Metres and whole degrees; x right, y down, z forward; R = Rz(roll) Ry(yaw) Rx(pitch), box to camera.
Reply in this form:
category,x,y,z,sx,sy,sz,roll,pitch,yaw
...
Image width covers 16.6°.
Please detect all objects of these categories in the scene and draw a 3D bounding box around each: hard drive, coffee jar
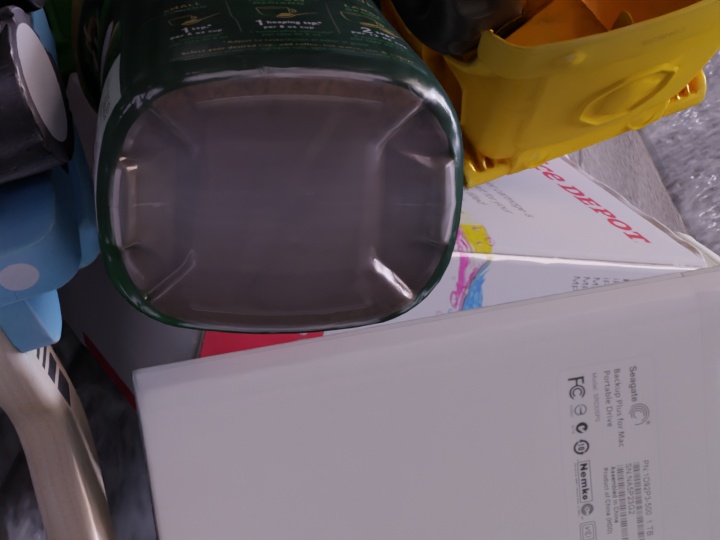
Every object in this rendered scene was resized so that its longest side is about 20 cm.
category,x,y,z,sx,sy,sz,roll,pitch,yaw
hard drive,0.033,0.077,0.809,0.026,0.199,0.132,-116,-162,-65
coffee jar,-0.035,-0.057,0.764,0.200,0.104,0.086,-109,-160,-65

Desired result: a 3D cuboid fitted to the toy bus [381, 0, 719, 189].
category,x,y,z,sx,sy,sz,roll,pitch,yaw
toy bus,0.049,-0.131,0.882,0.200,0.135,0.192,63,-17,20

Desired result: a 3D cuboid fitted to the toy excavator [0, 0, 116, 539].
category,x,y,z,sx,sy,sz,roll,pitch,yaw
toy excavator,-0.113,0.006,0.759,0.200,0.100,0.195,62,12,-51

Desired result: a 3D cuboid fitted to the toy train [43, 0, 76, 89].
category,x,y,z,sx,sy,sz,roll,pitch,yaw
toy train,-0.104,-0.041,0.973,0.056,0.042,0.201,19,47,-59

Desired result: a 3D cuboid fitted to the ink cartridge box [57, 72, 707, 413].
category,x,y,z,sx,sy,sz,roll,pitch,yaw
ink cartridge box,0.000,0.000,0.889,0.199,0.086,0.148,6,21,-31

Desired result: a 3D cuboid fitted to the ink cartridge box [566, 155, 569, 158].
category,x,y,z,sx,sy,sz,roll,pitch,yaw
ink cartridge box,0.015,-0.088,1.137,0.200,0.094,0.044,55,30,-40

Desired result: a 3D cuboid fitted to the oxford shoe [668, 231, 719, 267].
category,x,y,z,sx,sy,sz,roll,pitch,yaw
oxford shoe,0.113,0.018,0.947,0.058,0.075,0.200,7,11,-30
